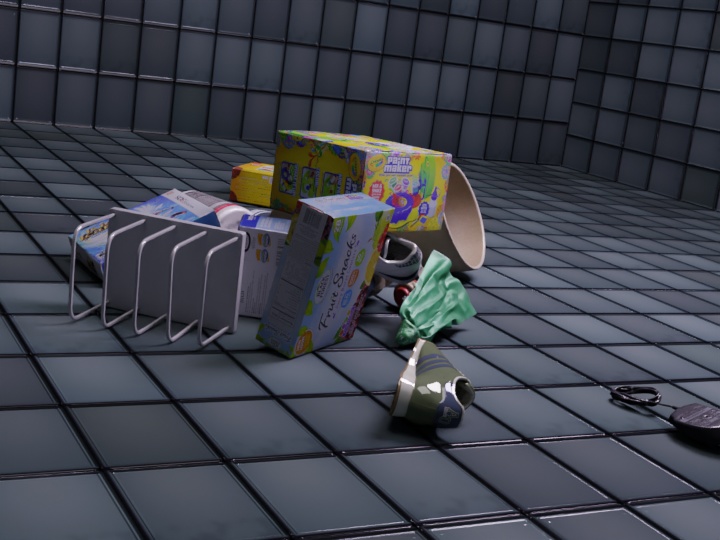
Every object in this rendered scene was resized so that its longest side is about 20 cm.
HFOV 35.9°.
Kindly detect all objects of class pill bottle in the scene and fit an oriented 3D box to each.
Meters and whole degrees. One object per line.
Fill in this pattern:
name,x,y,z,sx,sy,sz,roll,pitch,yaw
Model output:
pill bottle,-0.273,-0.076,1.917,0.110,0.112,0.199,-4,17,-43

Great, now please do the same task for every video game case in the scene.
video game case,-0.343,-0.057,1.758,0.198,0.046,0.181,-27,25,-22

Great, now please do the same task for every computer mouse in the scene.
computer mouse,0.390,0.183,1.396,0.058,0.034,0.199,-18,18,-25

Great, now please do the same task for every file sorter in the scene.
file sorter,-0.271,0.011,1.475,0.197,0.141,0.125,11,15,12

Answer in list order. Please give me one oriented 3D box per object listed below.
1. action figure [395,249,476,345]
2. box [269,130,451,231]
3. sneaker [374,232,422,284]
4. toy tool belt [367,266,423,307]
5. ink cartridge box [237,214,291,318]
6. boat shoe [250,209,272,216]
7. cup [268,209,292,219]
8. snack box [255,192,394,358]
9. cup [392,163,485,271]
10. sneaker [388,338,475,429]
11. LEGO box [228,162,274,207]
action figure,0.098,0.059,1.636,0.119,0.055,0.200,52,33,-2
box,0.000,-0.138,1.702,0.191,0.124,0.199,17,14,42
sneaker,-0.003,-0.039,1.680,0.197,0.077,0.081,10,-17,7
toy tool belt,0.000,0.000,1.770,0.200,0.126,0.122,44,34,20
ink cartridge box,-0.115,-0.002,1.622,0.197,0.138,0.076,7,16,-2
boat shoe,-0.143,-0.075,2.084,0.090,0.072,0.199,11,10,32
cup,-0.063,-0.079,1.953,0.143,0.201,0.200,38,18,8
snack box,-0.046,0.003,1.491,0.067,0.202,0.168,25,18,25
cup,0.127,-0.082,2.060,0.142,0.203,0.200,-16,2,24
sneaker,0.092,0.140,1.315,0.089,0.068,0.200,17,14,6
LEGO box,-0.185,-0.192,2.572,0.197,0.078,0.149,11,13,13
